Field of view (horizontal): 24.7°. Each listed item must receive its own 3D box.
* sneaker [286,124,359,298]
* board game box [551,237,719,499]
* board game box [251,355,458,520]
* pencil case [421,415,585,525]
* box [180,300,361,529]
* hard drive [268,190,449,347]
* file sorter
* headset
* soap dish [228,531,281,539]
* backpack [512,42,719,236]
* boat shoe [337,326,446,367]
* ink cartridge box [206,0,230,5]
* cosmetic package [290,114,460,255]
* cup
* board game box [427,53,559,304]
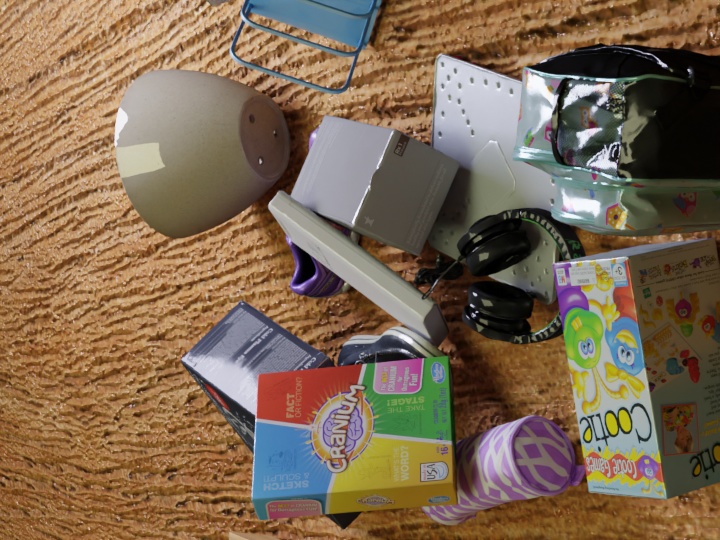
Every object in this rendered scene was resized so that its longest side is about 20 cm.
[{"bbox_3d":[-0.044,-0.061,1.819,0.081,0.083,0.201,26,120,51],"label":"sneaker"},{"bbox_3d":[0.246,0.082,1.393,0.103,0.104,0.201,-6,93,58],"label":"board game box"},{"bbox_3d":[-0.005,0.166,1.634,0.040,0.199,0.154,76,-169,-50],"label":"board game box"},{"bbox_3d":[0.132,0.204,1.635,0.085,0.084,0.200,40,150,-11],"label":"pencil case"},{"bbox_3d":[-0.076,0.160,1.835,0.182,0.104,0.200,28,158,50],"label":"box"},{"bbox_3d":[0.000,0.000,1.689,0.200,0.026,0.132,36,173,16],"label":"hard drive"},{"bbox_3d":[-0.040,-0.298,1.648,0.123,0.138,0.201,-77,5,-50],"label":"file sorter"},{"bbox_3d":[0.135,0.004,1.548,0.199,0.094,0.124,-2,94,42],"label":"headset"},{"bbox_3d":[-0.094,0.416,2.049,0.200,0.081,0.158,7,106,57],"label":"soap dish"},{"bbox_3d":[0.220,-0.107,1.312,0.200,0.175,0.154,31,121,54],"label":"backpack"},{"bbox_3d":[0.030,0.103,1.752,0.075,0.062,0.200,37,159,-19],"label":"boat shoe"},{"bbox_3d":[-0.130,-0.409,1.776,0.084,0.145,0.201,23,-130,-79],"label":"ink cartridge box"},{"bbox_3d":[0.010,-0.089,1.659,0.107,0.090,0.200,-65,26,2],"label":"cosmetic package"},{"bbox_3d":[-0.167,-0.144,1.915,0.143,0.200,0.201,-6,95,32],"label":"cup"},{"bbox_3d":[0.136,-0.092,1.583,0.200,0.026,0.201,29,124,51],"label":"board game box"}]
